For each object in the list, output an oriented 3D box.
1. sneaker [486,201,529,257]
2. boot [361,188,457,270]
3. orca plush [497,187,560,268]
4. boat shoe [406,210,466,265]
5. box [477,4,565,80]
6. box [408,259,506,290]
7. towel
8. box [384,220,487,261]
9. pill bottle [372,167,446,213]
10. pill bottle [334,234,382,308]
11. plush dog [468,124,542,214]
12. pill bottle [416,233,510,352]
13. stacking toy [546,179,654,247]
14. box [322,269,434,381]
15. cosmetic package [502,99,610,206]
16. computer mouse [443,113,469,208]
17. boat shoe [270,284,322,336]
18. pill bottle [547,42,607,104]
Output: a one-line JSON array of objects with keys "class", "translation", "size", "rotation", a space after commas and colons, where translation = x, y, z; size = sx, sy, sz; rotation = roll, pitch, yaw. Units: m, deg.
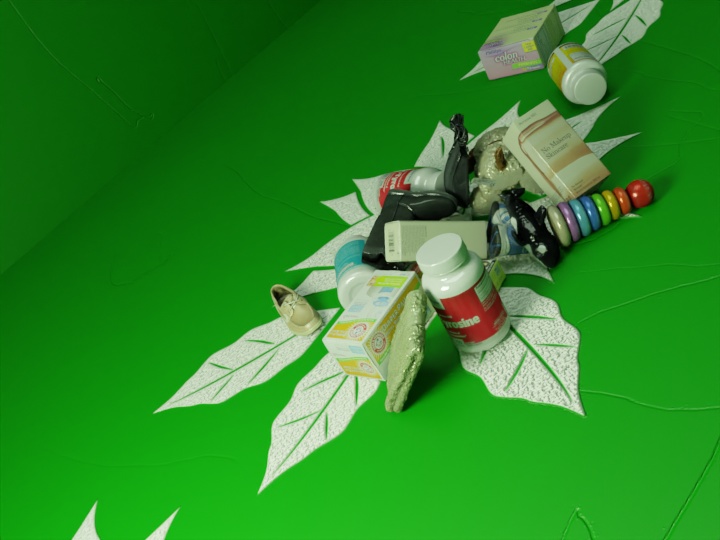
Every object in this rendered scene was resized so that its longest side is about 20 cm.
[{"class": "sneaker", "translation": [0.299, -0.080, 1.639], "size": [0.077, 0.076, 0.200], "rotation": [5, 30, 1]}, {"class": "boot", "translation": [0.103, -0.083, 1.673], "size": [0.164, 0.066, 0.200], "rotation": [5, 44, 19]}, {"class": "orca plush", "translation": [0.342, -0.100, 1.555], "size": [0.071, 0.105, 0.200], "rotation": [-54, 29, 35]}, {"class": "boat shoe", "translation": [0.134, -0.076, 1.764], "size": [0.200, 0.074, 0.060], "rotation": [-31, 30, -5]}, {"class": "box", "translation": [0.461, -0.651, 2.297], "size": [0.175, 0.097, 0.200], "rotation": [-4, 39, 39]}, {"class": "box", "translation": [0.182, 0.021, 1.597], "size": [0.200, 0.050, 0.075], "rotation": [-1, 42, 42]}, {"class": "towel", "translation": [0.076, 0.142, 1.388], "size": [0.036, 0.200, 0.149], "rotation": [11, 49, -6]}, {"class": "box", "translation": [0.151, -0.058, 1.603], "size": [0.199, 0.083, 0.068], "rotation": [0, -2, -24]}, {"class": "pill bottle", "translation": [0.131, -0.179, 1.863], "size": [0.200, 0.112, 0.112], "rotation": [-1, 41, 50]}, {"class": "pill bottle", "translation": [0.000, 0.000, 1.733], "size": [0.111, 0.111, 0.200], "rotation": [-26, 31, 10]}, {"class": "plush dog", "translation": [0.303, -0.245, 1.756], "size": [0.199, 0.161, 0.172], "rotation": [-24, 42, 14]}, {"class": "pill bottle", "translation": [0.177, 0.038, 1.411], "size": [0.112, 0.200, 0.112], "rotation": [-23, 30, 14]}, {"class": "stacking toy", "translation": [0.460, -0.121, 1.532], "size": [0.199, 0.086, 0.085], "rotation": [-24, 30, 6]}, {"class": "box", "translation": [0.038, 0.103, 1.554], "size": [0.112, 0.102, 0.200], "rotation": [3, 44, 45]}, {"class": "cosmetic package", "translation": [0.392, -0.229, 1.619], "size": [0.103, 0.200, 0.087], "rotation": [-35, -13, -14]}, {"class": "computer mouse", "translation": [0.204, -0.228, 1.733], "size": [0.053, 0.201, 0.139], "rotation": [-5, 28, 2]}, {"class": "boat shoe", "translation": [-0.149, 0.084, 1.789], "size": [0.072, 0.065, 0.200], "rotation": [-37, 30, -10]}, {"class": "pill bottle", "translation": [0.531, -0.475, 1.959], "size": [0.109, 0.109, 0.200], "rotation": [-24, 30, 12]}]
